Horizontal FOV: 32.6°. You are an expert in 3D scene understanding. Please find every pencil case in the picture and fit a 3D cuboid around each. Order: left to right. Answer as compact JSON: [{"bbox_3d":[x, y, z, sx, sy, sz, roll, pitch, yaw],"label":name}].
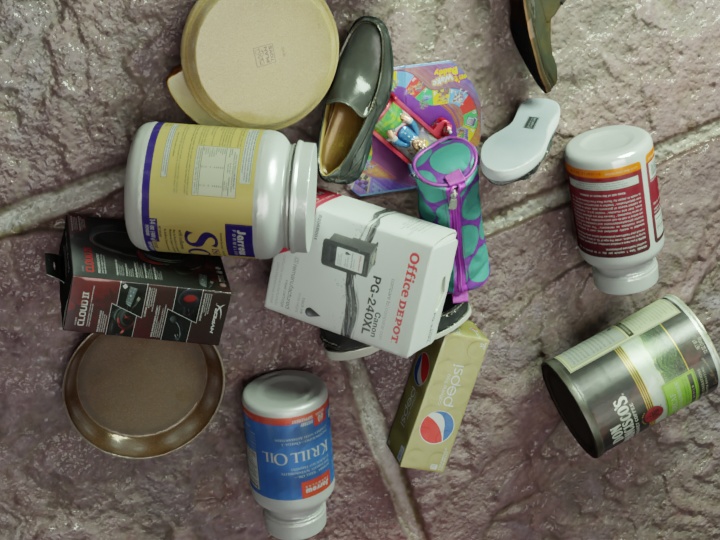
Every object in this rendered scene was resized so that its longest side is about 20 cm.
[{"bbox_3d":[0.111,-0.062,1.505,0.084,0.093,0.201,-10,134,2],"label":"pencil case"}]

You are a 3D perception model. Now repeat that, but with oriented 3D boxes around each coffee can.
[{"bbox_3d":[0.367,0.142,1.666,0.199,0.146,0.147,-28,117,-5],"label":"coffee can"}]

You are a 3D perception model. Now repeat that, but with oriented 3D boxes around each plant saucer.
[{"bbox_3d":[-0.269,0.138,1.526,0.199,0.035,0.202,-7,114,-15],"label":"plant saucer"}]

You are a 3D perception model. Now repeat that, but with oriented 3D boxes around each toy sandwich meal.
[{"bbox_3d":[-0.121,-0.246,1.402,0.204,0.070,0.207,-7,111,-18],"label":"toy sandwich meal"}]

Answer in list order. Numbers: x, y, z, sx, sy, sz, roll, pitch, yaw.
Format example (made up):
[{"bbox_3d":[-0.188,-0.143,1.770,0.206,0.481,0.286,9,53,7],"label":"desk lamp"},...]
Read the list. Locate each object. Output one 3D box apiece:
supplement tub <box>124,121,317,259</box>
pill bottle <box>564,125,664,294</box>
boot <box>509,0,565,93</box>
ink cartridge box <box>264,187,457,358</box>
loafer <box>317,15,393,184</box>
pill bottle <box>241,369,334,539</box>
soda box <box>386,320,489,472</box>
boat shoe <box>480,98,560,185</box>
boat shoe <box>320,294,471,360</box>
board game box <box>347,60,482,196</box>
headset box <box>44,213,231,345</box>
[{"bbox_3d":[-0.152,-0.088,1.374,0.198,0.146,0.146,4,111,2],"label":"supplement tub"},{"bbox_3d":[0.330,-0.075,1.585,0.112,0.113,0.201,-18,115,-10],"label":"pill bottle"},{"bbox_3d":[0.228,-0.318,1.476,0.096,0.075,0.201,-24,115,-4],"label":"boot"},{"bbox_3d":[0.000,0.000,1.468,0.199,0.083,0.146,18,109,20],"label":"ink cartridge box"},{"bbox_3d":[-0.008,-0.197,1.436,0.072,0.072,0.201,12,101,12],"label":"loafer"},{"bbox_3d":[-0.090,0.240,1.580,0.111,0.112,0.201,-10,114,-13],"label":"pill bottle"},{"bbox_3d":[0.102,0.164,1.637,0.067,0.064,0.201,11,108,-21],"label":"soda box"},{"bbox_3d":[0.194,-0.142,1.491,0.069,0.200,0.067,11,124,16],"label":"boat shoe"},{"bbox_3d":[0.044,0.057,1.574,0.199,0.074,0.061,-14,120,-3],"label":"boat shoe"},{"bbox_3d":[0.062,-0.168,1.502,0.199,0.039,0.159,-9,114,-15],"label":"board game box"},{"bbox_3d":[-0.260,0.009,1.408,0.199,0.149,0.075,7,117,-19],"label":"headset box"}]
